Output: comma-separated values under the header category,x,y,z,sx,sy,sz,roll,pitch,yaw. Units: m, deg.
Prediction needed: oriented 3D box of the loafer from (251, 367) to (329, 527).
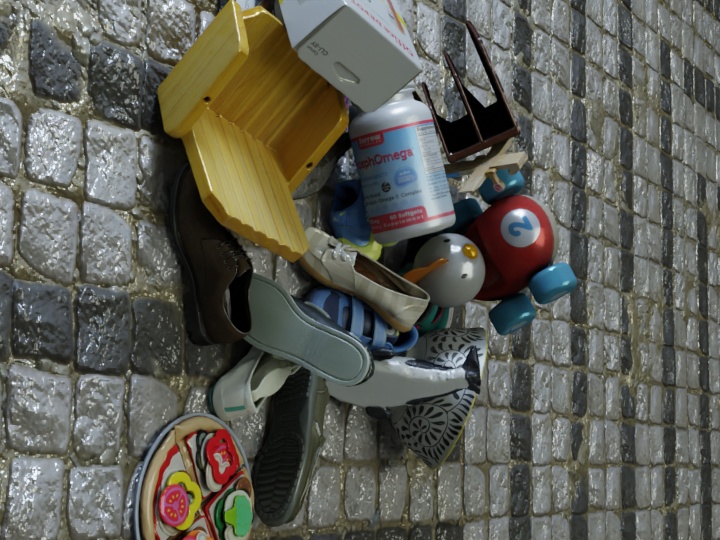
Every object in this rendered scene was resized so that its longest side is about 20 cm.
category,x,y,z,sx,sy,sz,roll,pitch,yaw
loafer,-0.070,0.207,1.528,0.070,0.074,0.202,41,53,-43

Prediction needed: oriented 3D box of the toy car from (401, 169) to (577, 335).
category,x,y,z,sx,sy,sz,roll,pitch,yaw
toy car,0.143,-0.014,1.687,0.198,0.177,0.186,-14,71,-40

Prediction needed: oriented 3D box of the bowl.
category,x,y,z,sx,sy,sz,roll,pitch,yaw
bowl,0.087,0.154,1.741,0.093,0.201,0.203,22,59,-7

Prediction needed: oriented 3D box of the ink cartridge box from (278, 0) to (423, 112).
category,x,y,z,sx,sy,sz,roll,pitch,yaw
ink cartridge box,-0.021,-0.298,1.481,0.145,0.083,0.202,33,30,-42

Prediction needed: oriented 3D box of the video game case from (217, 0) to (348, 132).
category,x,y,z,sx,sy,sz,roll,pitch,yaw
video game case,-0.088,-0.273,1.552,0.199,0.036,0.184,17,71,-47

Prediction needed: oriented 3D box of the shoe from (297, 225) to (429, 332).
category,x,y,z,sx,sy,sz,roll,pitch,yaw
shoe,0.000,0.000,1.613,0.199,0.053,0.070,35,36,-17

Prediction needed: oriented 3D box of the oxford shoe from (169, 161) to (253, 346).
category,x,y,z,sx,sy,sz,roll,pitch,yaw
oxford shoe,-0.152,-0.021,1.412,0.072,0.084,0.203,-26,107,-54

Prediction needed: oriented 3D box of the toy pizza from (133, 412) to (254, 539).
category,x,y,z,sx,sy,sz,roll,pitch,yaw
toy pizza,-0.169,0.255,1.402,0.199,0.031,0.203,10,78,-58

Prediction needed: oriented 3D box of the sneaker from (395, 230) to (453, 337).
category,x,y,z,sx,sy,sz,roll,pitch,yaw
sneaker,0.081,-0.006,1.795,0.120,0.083,0.203,4,84,-67

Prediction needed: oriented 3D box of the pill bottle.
category,x,y,z,sx,sy,sz,roll,pitch,yaw
pill bottle,0.046,-0.142,1.626,0.108,0.108,0.203,-19,95,-57

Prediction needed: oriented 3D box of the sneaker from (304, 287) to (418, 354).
category,x,y,z,sx,sy,sz,roll,pitch,yaw
sneaker,0.000,0.065,1.651,0.199,0.081,0.075,20,72,-55

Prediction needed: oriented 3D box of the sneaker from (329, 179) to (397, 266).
category,x,y,z,sx,sy,sz,roll,pitch,yaw
sneaker,0.024,-0.087,1.711,0.200,0.075,0.106,-49,126,-48

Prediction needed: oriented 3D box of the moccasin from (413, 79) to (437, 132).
category,x,y,z,sx,sy,sz,roll,pitch,yaw
moccasin,0.047,-0.247,1.761,0.202,0.077,0.074,61,39,-35

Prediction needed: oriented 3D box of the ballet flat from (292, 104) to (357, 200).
category,x,y,z,sx,sy,sz,roll,pitch,yaw
ballet flat,-0.059,-0.147,1.621,0.200,0.046,0.068,-50,123,-43

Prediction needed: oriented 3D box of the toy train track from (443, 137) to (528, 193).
category,x,y,z,sx,sy,sz,roll,pitch,yaw
toy train track,0.138,-0.122,1.683,0.115,0.199,0.033,-52,120,-32

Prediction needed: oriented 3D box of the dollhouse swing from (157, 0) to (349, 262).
category,x,y,z,sx,sy,sz,roll,pitch,yaw
dollhouse swing,-0.091,-0.146,1.412,0.182,0.176,0.199,-48,140,11

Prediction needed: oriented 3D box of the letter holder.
category,x,y,z,sx,sy,sz,roll,pitch,yaw
letter holder,0.131,-0.244,1.718,0.200,0.099,0.144,-90,157,-74

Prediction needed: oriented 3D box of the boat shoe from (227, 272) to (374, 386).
category,x,y,z,sx,sy,sz,roll,pitch,yaw
boat shoe,-0.073,0.070,1.463,0.076,0.199,0.060,-54,165,1

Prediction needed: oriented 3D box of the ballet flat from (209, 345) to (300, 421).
category,x,y,z,sx,sy,sz,roll,pitch,yaw
ballet flat,-0.099,0.106,1.501,0.200,0.069,0.070,-49,127,-49

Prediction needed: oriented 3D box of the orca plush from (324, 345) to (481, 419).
category,x,y,z,sx,sy,sz,roll,pitch,yaw
orca plush,0.052,0.120,1.650,0.071,0.197,0.106,-89,161,-58
